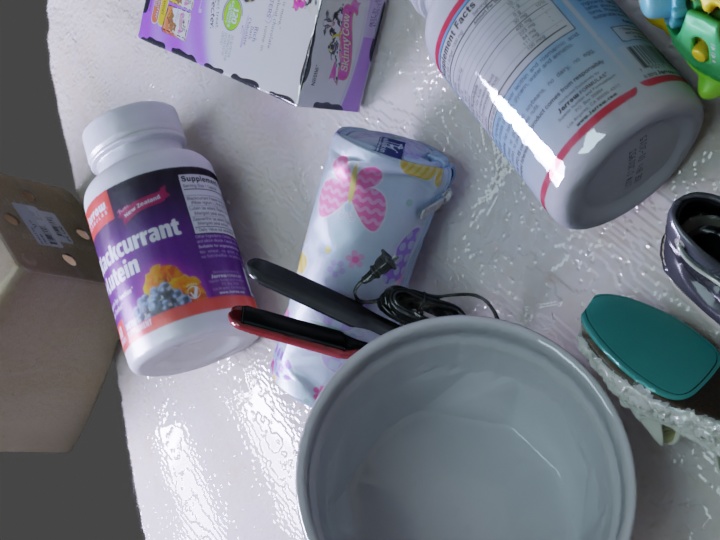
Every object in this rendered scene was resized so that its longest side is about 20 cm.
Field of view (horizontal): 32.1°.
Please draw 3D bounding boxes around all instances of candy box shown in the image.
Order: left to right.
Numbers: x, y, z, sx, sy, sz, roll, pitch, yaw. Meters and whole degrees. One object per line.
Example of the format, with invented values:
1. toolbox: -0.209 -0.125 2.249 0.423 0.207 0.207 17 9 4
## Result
1. candy box: -0.069 -0.229 0.943 0.199 0.071 0.170 28 109 39

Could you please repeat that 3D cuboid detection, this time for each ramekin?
1. ramekin: 0.061 0.139 0.759 0.202 0.198 0.105 59 167 23

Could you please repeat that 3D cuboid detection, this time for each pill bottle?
1. pill bottle: -0.158 -0.027 1.002 0.111 0.111 0.203 -31 71 38
2. pill bottle: 0.108 -0.132 0.760 0.109 0.108 0.201 -50 59 31

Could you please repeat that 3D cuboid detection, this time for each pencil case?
1. pencil case: 0.000 0.000 0.880 0.089 0.083 0.203 16 105 -4

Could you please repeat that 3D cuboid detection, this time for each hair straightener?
1. hair straightener: 0.016 0.029 0.823 0.197 0.041 0.078 19 106 -3

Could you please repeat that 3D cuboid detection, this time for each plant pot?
1. plant pot: -0.323 0.026 1.114 0.178 0.199 0.200 -49 60 17

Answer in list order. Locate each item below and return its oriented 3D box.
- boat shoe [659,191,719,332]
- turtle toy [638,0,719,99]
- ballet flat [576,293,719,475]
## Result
1. boat shoe: 0.237 0.025 0.661 0.073 0.063 0.200 -43 53 -8
2. turtle toy: 0.221 -0.185 0.660 0.145 0.100 0.203 35 114 36
3. ballet flat: 0.200 0.086 0.714 0.199 0.071 0.073 32 112 37
